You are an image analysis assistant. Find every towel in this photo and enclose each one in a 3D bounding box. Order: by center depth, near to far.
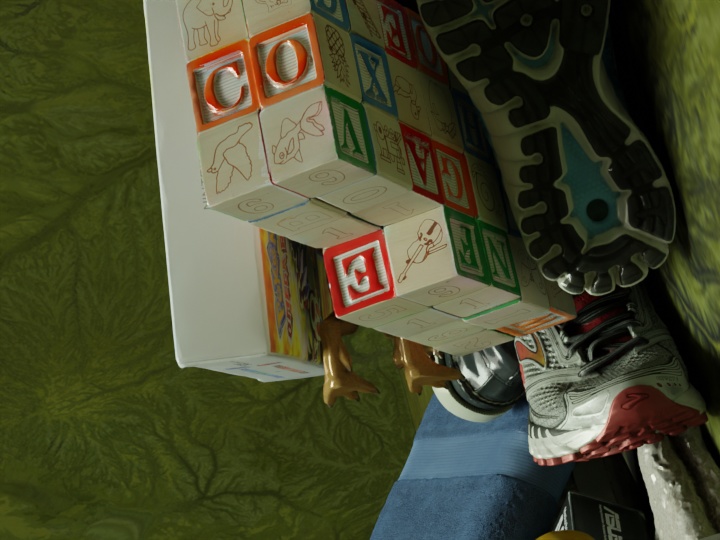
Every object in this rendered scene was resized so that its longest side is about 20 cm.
[{"bbox_3d":[0.165,0.168,0.946,0.200,0.034,0.133,-111,4,-51],"label":"towel"},{"bbox_3d":[0.064,0.116,1.146,0.048,0.201,0.111,38,154,-27],"label":"towel"}]

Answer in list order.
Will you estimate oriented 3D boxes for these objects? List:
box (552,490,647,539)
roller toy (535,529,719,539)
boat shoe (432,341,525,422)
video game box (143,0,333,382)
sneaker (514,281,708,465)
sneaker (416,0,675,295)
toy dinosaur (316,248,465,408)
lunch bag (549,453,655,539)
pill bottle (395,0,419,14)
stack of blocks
[{"bbox_3d":[0.086,0.234,1.006,0.200,0.047,0.194,-88,19,-65],"label":"box"},{"bbox_3d":[0.118,0.184,0.741,0.182,0.139,0.201,164,90,-82],"label":"roller toy"},{"bbox_3d":[0.073,-0.026,1.131,0.066,0.074,0.200,-38,39,56],"label":"boat shoe"},{"bbox_3d":[-0.052,-0.055,0.974,0.182,0.047,0.201,21,-117,-79],"label":"video game box"},{"bbox_3d":[0.098,0.030,0.981,0.200,0.077,0.083,-118,12,-75],"label":"sneaker"},{"bbox_3d":[0.066,-0.091,0.891,0.090,0.078,0.201,-105,-2,-73],"label":"sneaker"},{"bbox_3d":[0.000,0.000,0.971,0.200,0.060,0.107,29,-132,-56],"label":"toy dinosaur"},{"bbox_3d":[0.122,0.199,1.198,0.200,0.117,0.164,87,171,-49],"label":"lunch bag"},{"bbox_3d":[0.023,-0.148,1.017,0.200,0.111,0.112,76,176,-55],"label":"pill bottle"},{"bbox_3d":[0.011,-0.041,0.879,0.200,0.058,0.116,21,-126,-60],"label":"stack of blocks"}]
